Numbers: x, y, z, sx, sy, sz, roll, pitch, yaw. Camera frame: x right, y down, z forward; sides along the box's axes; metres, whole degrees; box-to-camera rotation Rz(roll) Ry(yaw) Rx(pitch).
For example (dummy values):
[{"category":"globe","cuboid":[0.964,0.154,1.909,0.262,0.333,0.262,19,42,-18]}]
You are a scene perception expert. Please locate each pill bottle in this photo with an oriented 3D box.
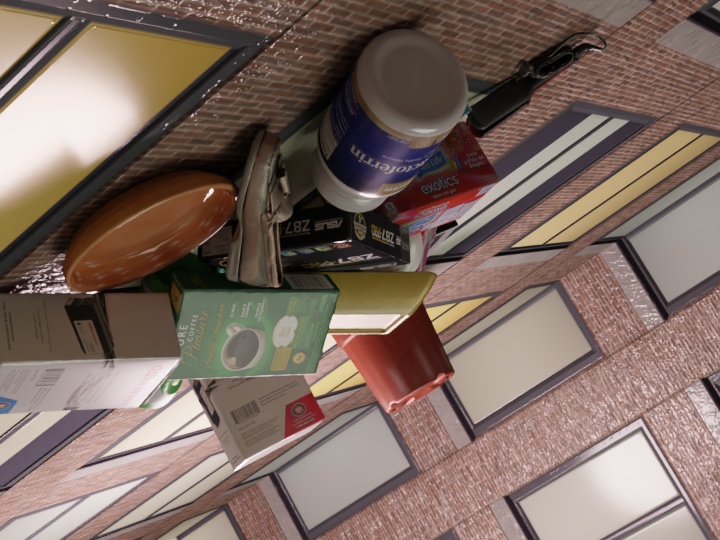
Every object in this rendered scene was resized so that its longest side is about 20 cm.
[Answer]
[{"category":"pill bottle","cuboid":[0.022,-0.144,1.303,0.115,0.116,0.200,-24,166,-28]}]

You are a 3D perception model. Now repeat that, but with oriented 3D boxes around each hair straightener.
[{"category":"hair straightener","cuboid":[0.218,-0.235,1.586,0.199,0.041,0.077,-30,168,0]}]

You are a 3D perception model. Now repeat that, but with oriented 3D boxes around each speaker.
[{"category":"speaker","cuboid":[-0.234,0.071,1.519,0.088,0.088,0.201,-20,145,-40]}]

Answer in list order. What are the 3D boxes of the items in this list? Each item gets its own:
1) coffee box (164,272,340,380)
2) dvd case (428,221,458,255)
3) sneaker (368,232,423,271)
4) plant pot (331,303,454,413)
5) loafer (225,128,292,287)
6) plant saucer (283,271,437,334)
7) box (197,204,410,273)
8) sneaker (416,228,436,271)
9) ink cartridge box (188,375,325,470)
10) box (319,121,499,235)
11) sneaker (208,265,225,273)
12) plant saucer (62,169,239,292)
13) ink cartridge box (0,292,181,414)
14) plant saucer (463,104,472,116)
[{"category":"coffee box","cuboid":[-0.130,0.062,1.465,0.198,0.044,0.124,-1,122,-30]},{"category":"dvd case","cuboid":[0.051,-0.019,2.101,0.199,0.025,0.150,-23,165,-34]},{"category":"sneaker","cuboid":[0.000,0.000,1.702,0.099,0.078,0.200,-10,155,-50]},{"category":"plant pot","cuboid":[0.064,0.143,2.373,0.200,0.196,0.201,-28,167,-7]},{"category":"loafer","cuboid":[-0.096,-0.061,1.345,0.072,0.062,0.201,-69,177,-46]},{"category":"plant saucer","cuboid":[-0.019,0.045,1.611,0.198,0.049,0.200,0,167,-11]},{"category":"box","cuboid":[-0.064,-0.030,1.481,0.198,0.050,0.161,-8,169,25]},{"category":"sneaker","cuboid":[0.067,-0.039,1.783,0.088,0.081,0.201,-50,161,-58]},{"category":"ink cartridge box","cuboid":[-0.167,0.174,1.938,0.144,0.201,0.084,-24,170,-25]},{"category":"box","cuboid":[0.062,-0.104,1.606,0.199,0.096,0.100,-20,164,-37]},{"category":"sneaker","cuboid":[-0.220,0.032,1.592,0.200,0.078,0.079,-38,146,17]},{"category":"plant saucer","cuboid":[-0.218,-0.045,1.320,0.199,0.038,0.200,-30,168,-7]},{"category":"ink cartridge box","cuboid":[-0.313,0.090,1.388,0.198,0.085,0.145,1,153,-32]},{"category":"plant saucer","cuboid":[0.081,-0.193,1.484,0.070,0.019,0.200,-33,167,9]}]
